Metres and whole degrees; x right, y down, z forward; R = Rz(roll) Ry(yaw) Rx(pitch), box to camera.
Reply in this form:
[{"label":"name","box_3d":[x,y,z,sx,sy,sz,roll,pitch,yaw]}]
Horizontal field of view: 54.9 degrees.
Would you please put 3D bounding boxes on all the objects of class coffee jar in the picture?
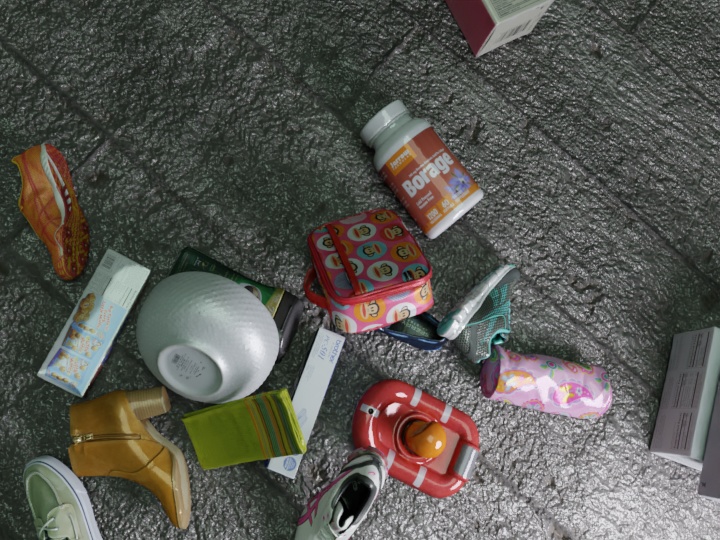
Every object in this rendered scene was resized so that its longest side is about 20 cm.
[{"label":"coffee jar","box_3d":[-0.184,0.053,0.999,0.197,0.086,0.106,25,60,-4]}]

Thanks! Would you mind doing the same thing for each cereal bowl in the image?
[{"label":"cereal bowl","box_3d":[-0.211,0.106,0.925,0.197,0.202,0.084,23,39,-5]}]

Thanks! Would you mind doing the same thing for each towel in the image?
[{"label":"towel","box_3d":[-0.161,0.218,0.932,0.018,0.197,0.088,-21,92,-57]}]

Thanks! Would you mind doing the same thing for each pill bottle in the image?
[{"label":"pill bottle","box_3d":[0.091,-0.160,1.082,0.112,0.112,0.201,-38,87,-15]}]

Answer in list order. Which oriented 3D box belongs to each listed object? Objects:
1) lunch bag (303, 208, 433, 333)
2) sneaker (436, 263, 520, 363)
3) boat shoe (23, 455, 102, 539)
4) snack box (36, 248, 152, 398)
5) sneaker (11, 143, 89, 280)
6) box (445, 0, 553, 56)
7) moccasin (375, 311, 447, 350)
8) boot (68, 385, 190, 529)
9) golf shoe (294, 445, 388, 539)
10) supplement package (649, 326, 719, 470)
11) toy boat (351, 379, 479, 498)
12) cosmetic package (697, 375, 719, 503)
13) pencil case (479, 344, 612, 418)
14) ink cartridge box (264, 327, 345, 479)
[{"label":"lunch bag","box_3d":[0.000,0.000,1.001,0.173,0.083,0.201,-16,37,-9]},{"label":"sneaker","box_3d":[0.196,0.067,1.055,0.092,0.078,0.199,49,53,2]},{"label":"boat shoe","box_3d":[-0.388,0.340,0.909,0.071,0.062,0.202,-32,86,10]},{"label":"snack box","box_3d":[-0.378,0.074,0.993,0.071,0.024,0.203,26,75,-5]},{"label":"sneaker","box_3d":[-0.446,-0.079,1.000,0.076,0.073,0.204,-20,78,9]},{"label":"box","box_3d":[0.214,-0.493,1.173,0.126,0.109,0.203,-26,84,-14]},{"label":"moccasin","box_3d":[0.046,0.057,1.052,0.196,0.068,0.082,20,76,-6]},{"label":"boot","box_3d":[-0.319,0.267,0.951,0.141,0.071,0.206,-15,84,-4]},{"label":"golf shoe","box_3d":[-0.037,0.332,0.944,0.072,0.092,0.202,33,103,4]},{"label":"supplement package","box_3d":[0.573,0.216,1.095,0.153,0.111,0.204,20,77,-6]},{"label":"toy boat","box_3d":[0.084,0.238,0.990,0.197,0.131,0.132,27,75,-4]},{"label":"cosmetic package","box_3d":[0.612,0.254,0.976,0.196,0.123,0.203,20,76,-4]},{"label":"pencil case","box_3d":[0.285,0.172,1.068,0.195,0.087,0.089,11,77,-9]},{"label":"ink cartridge box","box_3d":[-0.080,0.187,0.989,0.043,0.094,0.204,21,76,-5]}]
